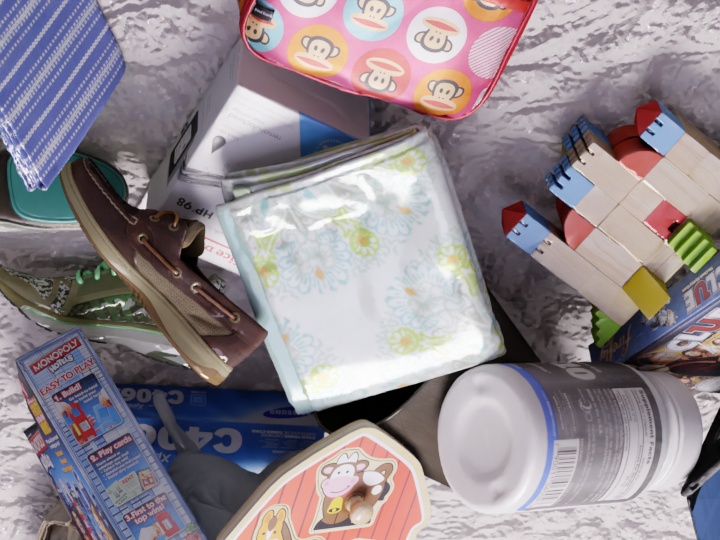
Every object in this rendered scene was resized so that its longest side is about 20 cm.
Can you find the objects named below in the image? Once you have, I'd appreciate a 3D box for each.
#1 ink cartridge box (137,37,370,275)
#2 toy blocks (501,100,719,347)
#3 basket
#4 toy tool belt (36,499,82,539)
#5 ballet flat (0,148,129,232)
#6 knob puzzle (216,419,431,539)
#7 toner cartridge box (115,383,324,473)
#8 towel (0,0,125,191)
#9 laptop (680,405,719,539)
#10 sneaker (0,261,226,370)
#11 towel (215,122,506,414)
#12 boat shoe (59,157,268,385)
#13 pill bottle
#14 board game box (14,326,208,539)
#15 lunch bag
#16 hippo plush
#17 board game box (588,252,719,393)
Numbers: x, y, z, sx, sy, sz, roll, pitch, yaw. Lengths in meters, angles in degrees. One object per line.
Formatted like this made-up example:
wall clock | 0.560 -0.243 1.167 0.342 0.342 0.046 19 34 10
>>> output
ink cartridge box | -0.089 -0.066 1.408 0.115 0.067 0.200 23 126 -19
toy blocks | 0.200 -0.058 1.421 0.136 0.100 0.200 36 109 -18
basket | 0.083 0.106 1.517 0.200 0.136 0.181 41 83 -36
toy tool belt | -0.236 0.287 1.661 0.124 0.123 0.201 3 130 -5
ballet flat | -0.280 -0.059 1.410 0.198 0.068 0.064 -1 170 -20
knob puzzle | -0.021 0.206 1.431 0.218 0.030 0.221 -19 131 -23
toner cartridge box | -0.133 0.150 1.602 0.198 0.043 0.096 3 131 -5
towel | -0.237 -0.173 1.270 0.024 0.145 0.201 1 135 29
laptop | 0.343 0.165 1.524 0.116 0.187 0.200 42 120 1
sneaker | -0.197 0.013 1.486 0.198 0.077 0.089 16 97 -14
towel | 0.000 0.000 1.361 0.170 0.048 0.201 -15 113 11
boat shoe | -0.143 -0.013 1.361 0.072 0.072 0.200 -39 79 3
pill bottle | 0.168 0.128 1.435 0.199 0.114 0.114 2 136 -39
board game box | -0.210 0.151 1.471 0.061 0.200 0.201 -28 90 -20
lunch bag | 0.026 -0.210 1.289 0.199 0.082 0.177 16 123 -18
hippo plush | -0.087 0.218 1.551 0.160 0.201 0.160 -6 138 -29
board game box | 0.293 0.043 1.474 0.134 0.035 0.200 7 152 -26
